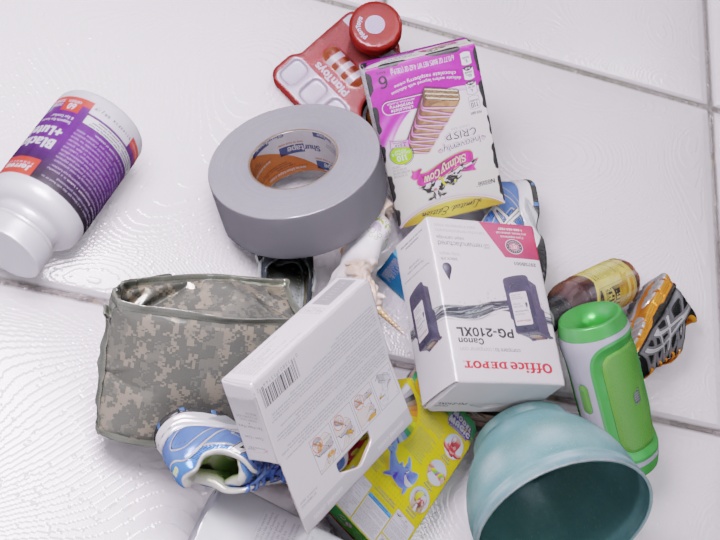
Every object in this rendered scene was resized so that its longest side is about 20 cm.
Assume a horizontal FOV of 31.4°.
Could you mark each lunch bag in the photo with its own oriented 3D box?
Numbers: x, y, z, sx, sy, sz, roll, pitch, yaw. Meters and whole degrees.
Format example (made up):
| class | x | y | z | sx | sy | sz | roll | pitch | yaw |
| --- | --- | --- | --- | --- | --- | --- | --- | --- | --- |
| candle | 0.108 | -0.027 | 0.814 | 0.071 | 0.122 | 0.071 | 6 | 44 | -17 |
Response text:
| class | x | y | z | sx | sy | sz | roll | pitch | yaw |
| --- | --- | --- | --- | --- | --- | --- | --- | --- | --- |
| lunch bag | -0.174 | 0.092 | 1.327 | 0.200 | 0.164 | 0.118 | 4 | 25 | -19 |

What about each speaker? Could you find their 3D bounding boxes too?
| class | x | y | z | sx | sy | sz | roll | pitch | yaw |
| --- | --- | --- | --- | --- | --- | --- | --- | --- | --- |
| speaker | 0.287 | 0.140 | 1.477 | 0.088 | 0.088 | 0.200 | -29 | 112 | -29 |

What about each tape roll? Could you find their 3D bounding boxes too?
| class | x | y | z | sx | sy | sz | roll | pitch | yaw |
| --- | --- | --- | --- | --- | --- | --- | --- | --- | --- |
| tape roll | -0.071 | -0.105 | 1.476 | 0.200 | 0.066 | 0.200 | -7 | 44 | 7 |

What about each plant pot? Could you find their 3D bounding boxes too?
| class | x | y | z | sx | sy | sz | roll | pitch | yaw |
| --- | --- | --- | --- | --- | --- | --- | --- | --- | --- |
| plant pot | 0.200 | 0.229 | 1.407 | 0.200 | 0.200 | 0.134 | 0 | 39 | -20 |

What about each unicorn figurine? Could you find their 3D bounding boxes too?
| class | x | y | z | sx | sy | sz | roll | pitch | yaw |
| --- | --- | --- | --- | --- | --- | --- | --- | --- | --- |
| unicorn figurine | 0.000 | 0.000 | 1.463 | 0.074 | 0.137 | 0.200 | 14 | 62 | -15 |

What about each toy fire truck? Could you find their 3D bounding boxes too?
| class | x | y | z | sx | sy | sz | roll | pitch | yaw |
| --- | --- | --- | --- | --- | --- | --- | --- | --- | --- |
| toy fire truck | 0.010 | -0.225 | 1.610 | 0.168 | 0.112 | 0.200 | -42 | 82 | -7 |

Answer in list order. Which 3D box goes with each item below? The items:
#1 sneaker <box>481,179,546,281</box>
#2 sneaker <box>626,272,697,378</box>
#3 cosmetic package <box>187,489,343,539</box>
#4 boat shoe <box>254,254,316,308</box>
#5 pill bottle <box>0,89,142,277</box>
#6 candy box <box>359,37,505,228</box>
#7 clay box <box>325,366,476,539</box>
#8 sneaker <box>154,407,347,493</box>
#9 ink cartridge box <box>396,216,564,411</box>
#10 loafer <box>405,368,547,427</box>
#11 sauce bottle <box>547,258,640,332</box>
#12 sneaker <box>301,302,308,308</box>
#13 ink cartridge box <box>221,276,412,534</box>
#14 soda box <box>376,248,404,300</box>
| class | x | y | z | sx | sy | sz | roll | pitch | yaw |
| --- | --- | --- | --- | --- | --- | --- | --- | --- | --- |
| sneaker | 0.183 | -0.028 | 1.586 | 0.077 | 0.076 | 0.200 | 3 | 50 | -9 |
| sneaker | 0.359 | 0.092 | 1.587 | 0.077 | 0.078 | 0.200 | 42 | 59 | -8 |
| cosmetic package | -0.081 | 0.310 | 1.318 | 0.200 | 0.071 | 0.101 | 29 | 58 | -5 |
| boat shoe | -0.083 | 0.005 | 1.475 | 0.076 | 0.060 | 0.200 | 7 | 63 | -17 |
| pill bottle | -0.334 | -0.093 | 1.403 | 0.111 | 0.111 | 0.200 | 31 | 58 | -3 |
| candy box | 0.087 | -0.164 | 1.537 | 0.136 | 0.061 | 0.200 | -14 | 108 | -2 |
| clay box | 0.039 | 0.209 | 1.406 | 0.115 | 0.048 | 0.200 | 50 | 55 | -18 |
| sneaker | -0.105 | 0.192 | 1.283 | 0.200 | 0.076 | 0.077 | 5 | 33 | -23 |
| ink cartridge box | 0.133 | 0.051 | 1.435 | 0.145 | 0.084 | 0.200 | 4 | 63 | -26 |
| loafer | 0.152 | 0.150 | 1.487 | 0.200 | 0.063 | 0.072 | 21 | 59 | -9 |
| sauce bottle | 0.268 | 0.036 | 1.553 | 0.200 | 0.066 | 0.066 | -22 | 73 | -47 |
| sneaker | -0.038 | 0.130 | 1.390 | 0.075 | 0.079 | 0.200 | 12 | 79 | -50 |
| ink cartridge box | -0.038 | 0.130 | 1.276 | 0.200 | 0.045 | 0.176 | -41 | 124 | -43 |
| soda box | 0.120 | 0.039 | 1.531 | 0.200 | 0.064 | 0.068 | 43 | 59 | 3 |
